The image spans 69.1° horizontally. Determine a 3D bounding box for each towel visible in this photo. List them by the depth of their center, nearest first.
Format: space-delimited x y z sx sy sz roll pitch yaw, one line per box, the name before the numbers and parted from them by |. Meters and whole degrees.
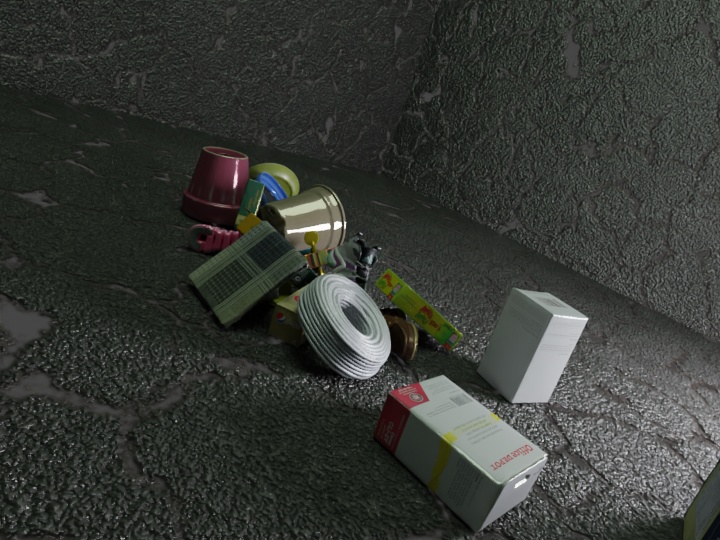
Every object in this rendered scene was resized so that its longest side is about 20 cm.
towel | -0.217 0.005 1.001 0.192 0.199 0.035 40 -19 43
towel | -0.195 0.034 1.159 0.085 0.018 0.200 11 19 -8

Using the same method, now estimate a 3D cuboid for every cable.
cable | -0.025 0.099 0.941 0.199 0.069 0.202 29 28 -43

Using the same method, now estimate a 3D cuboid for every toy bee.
toy bee | -0.098 -0.038 1.280 0.107 0.132 0.201 -15 24 17

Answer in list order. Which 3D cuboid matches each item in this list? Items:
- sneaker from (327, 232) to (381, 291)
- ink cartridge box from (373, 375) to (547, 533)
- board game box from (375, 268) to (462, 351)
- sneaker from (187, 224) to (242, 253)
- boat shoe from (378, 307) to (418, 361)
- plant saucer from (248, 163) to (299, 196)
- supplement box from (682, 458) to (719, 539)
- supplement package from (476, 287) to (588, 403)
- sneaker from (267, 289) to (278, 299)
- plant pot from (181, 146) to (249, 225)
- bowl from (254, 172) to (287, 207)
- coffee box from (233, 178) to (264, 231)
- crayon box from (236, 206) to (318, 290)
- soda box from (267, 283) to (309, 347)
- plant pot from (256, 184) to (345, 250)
sneaker | 0.000 0.000 1.170 0.077 0.139 0.202 21 40 -45
ink cartridge box | 0.140 0.250 0.747 0.144 0.085 0.199 0 26 -47
board game box | 0.129 0.086 1.149 0.200 0.048 0.102 41 2 -27
sneaker | -0.310 -0.067 1.258 0.197 0.080 0.095 18 5 -11
boat shoe | 0.067 0.128 1.075 0.066 0.073 0.200 10 13 -13
plant saucer | -0.290 -0.250 1.653 0.197 0.201 0.031 10 44 -27
supplement box | 0.570 0.389 0.710 0.199 0.136 0.199 29 19 29
supplement package | 0.346 0.154 1.068 0.115 0.203 0.117 8 20 -33
sneaker | -0.230 0.017 1.066 0.098 0.079 0.199 -11 19 -27
plant pot | -0.393 -0.244 1.478 0.197 0.182 0.200 13 18 -4
bowl | -0.252 -0.191 1.547 0.202 0.039 0.201 57 15 -23
coffee box | -0.282 -0.147 1.318 0.043 0.125 0.200 18 -9 -12
crayon box | -0.191 -0.046 1.143 0.199 0.052 0.126 37 -11 40
soda box | -0.104 0.080 1.033 0.067 0.065 0.200 23 18 11
plant pot | -0.171 -0.122 1.401 0.182 0.203 0.199 -14 35 -43
